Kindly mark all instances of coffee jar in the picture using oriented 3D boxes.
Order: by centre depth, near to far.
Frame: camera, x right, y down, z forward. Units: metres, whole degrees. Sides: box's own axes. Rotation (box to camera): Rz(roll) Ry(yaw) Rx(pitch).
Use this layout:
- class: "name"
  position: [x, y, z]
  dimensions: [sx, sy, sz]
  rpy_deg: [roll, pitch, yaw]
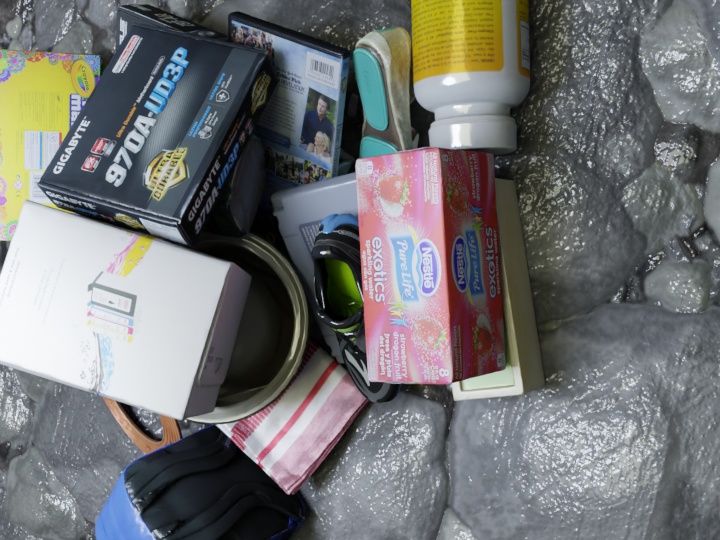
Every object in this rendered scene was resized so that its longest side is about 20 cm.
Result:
- class: "coffee jar"
  position: [-0.201, -0.097, 0.950]
  dimensions: [0.196, 0.086, 0.106]
  rpy_deg: [6, 63, 14]

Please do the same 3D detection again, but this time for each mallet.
- class: "mallet"
  position: [-0.158, -0.095, 1.089]
  dimensions: [0.066, 0.041, 0.202]
  rpy_deg: [-39, 77, 26]

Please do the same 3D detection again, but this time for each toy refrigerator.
- class: "toy refrigerator"
  position: [0.119, 0.019, 0.908]
  dimensions: [0.075, 0.070, 0.204]
  rpy_deg: [-9, 87, 30]

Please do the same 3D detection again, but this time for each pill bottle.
- class: "pill bottle"
  position: [0.104, -0.213, 0.884]
  dimensions: [0.111, 0.112, 0.204]
  rpy_deg: [-2, 91, 30]

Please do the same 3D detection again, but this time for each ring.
- class: "ring"
  position: [-0.269, 0.146, 1.122]
  dimensions: [0.199, 0.019, 0.203]
  rpy_deg: [32, 138, 33]

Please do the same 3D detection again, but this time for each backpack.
- class: "backpack"
  position: [-0.183, 0.283, 1.020]
  dimensions: [0.162, 0.199, 0.169]
  rpy_deg: [42, 115, 21]

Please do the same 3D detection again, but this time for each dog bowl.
- class: "dog bowl"
  position: [-0.148, 0.057, 0.988]
  dimensions: [0.196, 0.074, 0.205]
  rpy_deg: [0, 85, 2]

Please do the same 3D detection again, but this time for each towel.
- class: "towel"
  position: [-0.103, 0.127, 1.031]
  dimensions: [0.199, 0.023, 0.145]
  rpy_deg: [40, 94, 11]

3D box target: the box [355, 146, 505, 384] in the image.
- class: "box"
  position: [0.064, -0.004, 0.846]
  dimensions: [0.094, 0.099, 0.204]
  rpy_deg: [-3, 91, 38]

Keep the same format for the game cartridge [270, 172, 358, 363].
- class: "game cartridge"
  position: [0.000, 0.000, 0.954]
  dimensions: [0.131, 0.041, 0.203]
  rpy_deg: [-7, 115, 33]

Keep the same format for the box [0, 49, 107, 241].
- class: "box"
  position: [-0.351, -0.137, 1.092]
  dimensions: [0.119, 0.193, 0.204]
  rpy_deg: [1, 94, -9]

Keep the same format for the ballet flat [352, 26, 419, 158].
- class: "ballet flat"
  position: [0.035, -0.146, 0.939]
  dimensions: [0.067, 0.062, 0.202]
  rpy_deg: [32, 142, 34]

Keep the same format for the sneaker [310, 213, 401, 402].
- class: "sneaker"
  position: [-0.010, 0.047, 0.913]
  dimensions: [0.070, 0.083, 0.203]
  rpy_deg: [-3, 119, 25]

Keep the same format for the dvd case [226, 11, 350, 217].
- class: "dvd case"
  position: [-0.081, -0.147, 0.957]
  dimensions: [0.141, 0.017, 0.203]
  rpy_deg: [25, 126, 25]

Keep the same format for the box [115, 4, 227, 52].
- class: "box"
  position: [-0.212, -0.176, 1.043]
  dimensions: [0.159, 0.043, 0.203]
  rpy_deg: [29, 121, 35]

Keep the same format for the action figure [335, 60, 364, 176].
- class: "action figure"
  position: [-0.072, -0.165, 1.018]
  dimensions: [0.192, 0.104, 0.203]
  rpy_deg: [26, 126, 34]

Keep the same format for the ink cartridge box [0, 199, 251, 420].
- class: "ink cartridge box"
  position: [-0.220, 0.039, 0.881]
  dimensions: [0.196, 0.147, 0.147]
  rpy_deg: [17, 86, 2]

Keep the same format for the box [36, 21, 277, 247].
- class: "box"
  position: [-0.188, -0.133, 0.890]
  dimensions: [0.156, 0.046, 0.203]
  rpy_deg: [16, 66, 18]
